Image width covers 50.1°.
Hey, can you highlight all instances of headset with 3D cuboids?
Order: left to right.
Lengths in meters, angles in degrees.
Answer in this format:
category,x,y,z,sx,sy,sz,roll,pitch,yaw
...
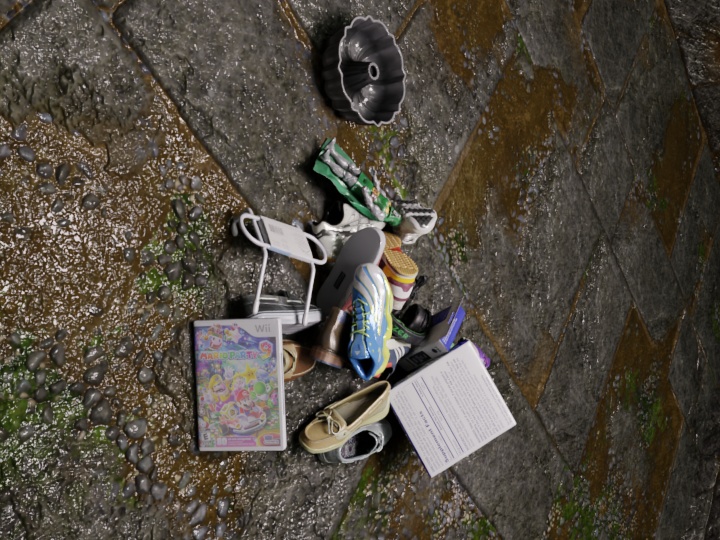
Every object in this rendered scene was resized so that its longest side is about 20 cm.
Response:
category,x,y,z,sx,sy,sz,roll,pitch,yaw
headset,0.096,0.071,1.542,0.123,0.094,0.200,40,20,-1

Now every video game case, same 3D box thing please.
category,x,y,z,sx,sy,sz,roll,pitch,yaw
video game case,-0.189,0.179,1.205,0.018,0.139,0.206,-9,97,-81

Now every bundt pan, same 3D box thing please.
category,x,y,z,sx,sy,sz,roll,pitch,yaw
bundt pan,-0.002,-0.374,1.469,0.199,0.075,0.208,0,89,-49

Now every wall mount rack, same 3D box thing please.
category,x,y,z,sx,sy,sz,roll,pitch,yaw
wall mount rack,-0.134,-0.010,1.266,0.198,0.074,0.176,18,42,-47

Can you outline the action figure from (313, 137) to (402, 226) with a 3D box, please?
category,x,y,z,sx,sy,sz,roll,pitch,yaw
action figure,0.004,-0.155,1.428,0.200,0.054,0.119,43,39,-18

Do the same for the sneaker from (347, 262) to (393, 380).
category,x,y,z,sx,sy,sz,roll,pitch,yaw
sneaker,0.016,0.095,1.321,0.105,0.074,0.205,-56,141,-67

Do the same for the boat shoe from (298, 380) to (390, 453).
category,x,y,z,sx,sy,sz,roll,pitch,yaw
boat shoe,-0.026,0.262,1.402,0.197,0.073,0.064,-19,135,-30

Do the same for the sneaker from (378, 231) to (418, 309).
category,x,y,z,sx,sy,sz,roll,pitch,yaw
sneaker,0.047,-0.007,1.475,0.073,0.201,0.092,9,115,-19

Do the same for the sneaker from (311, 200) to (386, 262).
category,x,y,z,sx,sy,sz,roll,pitch,yaw
sneaker,-0.015,-0.100,1.449,0.200,0.074,0.089,-43,120,-41

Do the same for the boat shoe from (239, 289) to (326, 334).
category,x,y,z,sx,sy,sz,roll,pitch,yaw
boat shoe,-0.128,0.066,1.319,0.198,0.071,0.073,6,62,-59

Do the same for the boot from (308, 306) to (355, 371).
category,x,y,z,sx,sy,sz,roll,pitch,yaw
boot,-0.024,0.126,1.396,0.200,0.073,0.099,29,79,-70

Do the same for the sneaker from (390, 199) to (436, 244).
category,x,y,z,sx,sy,sz,roll,pitch,yaw
sneaker,0.101,-0.088,1.517,0.073,0.200,0.083,4,102,-10

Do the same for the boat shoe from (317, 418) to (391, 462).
category,x,y,z,sx,sy,sz,roll,pitch,yaw
boat shoe,0.006,0.329,1.467,0.198,0.070,0.072,-5,93,-49

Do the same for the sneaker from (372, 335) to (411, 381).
category,x,y,z,sx,sy,sz,roll,pitch,yaw
sneaker,0.046,0.169,1.493,0.199,0.073,0.087,14,87,-70

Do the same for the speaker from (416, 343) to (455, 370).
category,x,y,z,sx,sy,sz,roll,pitch,yaw
speaker,0.148,0.250,1.623,0.088,0.087,0.205,30,67,-44

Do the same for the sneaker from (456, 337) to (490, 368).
category,x,y,z,sx,sy,sz,roll,pitch,yaw
sneaker,0.245,0.191,1.667,0.200,0.081,0.083,92,2,-81

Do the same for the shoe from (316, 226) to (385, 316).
category,x,y,z,sx,sy,sz,roll,pitch,yaw
shoe,0.000,0.000,1.408,0.090,0.072,0.202,-6,138,-52

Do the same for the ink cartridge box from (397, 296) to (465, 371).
category,x,y,z,sx,sy,sz,roll,pitch,yaw
ink cartridge box,0.149,0.130,1.544,0.039,0.200,0.100,36,58,-9

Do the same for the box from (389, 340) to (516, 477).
category,x,y,z,sx,sy,sz,roll,pitch,yaw
box,0.171,0.267,1.511,0.197,0.105,0.187,-30,86,-2

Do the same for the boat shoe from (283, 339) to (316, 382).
category,x,y,z,sx,sy,sz,roll,pitch,yaw
boat shoe,-0.143,0.157,1.297,0.197,0.073,0.078,2,88,-49
